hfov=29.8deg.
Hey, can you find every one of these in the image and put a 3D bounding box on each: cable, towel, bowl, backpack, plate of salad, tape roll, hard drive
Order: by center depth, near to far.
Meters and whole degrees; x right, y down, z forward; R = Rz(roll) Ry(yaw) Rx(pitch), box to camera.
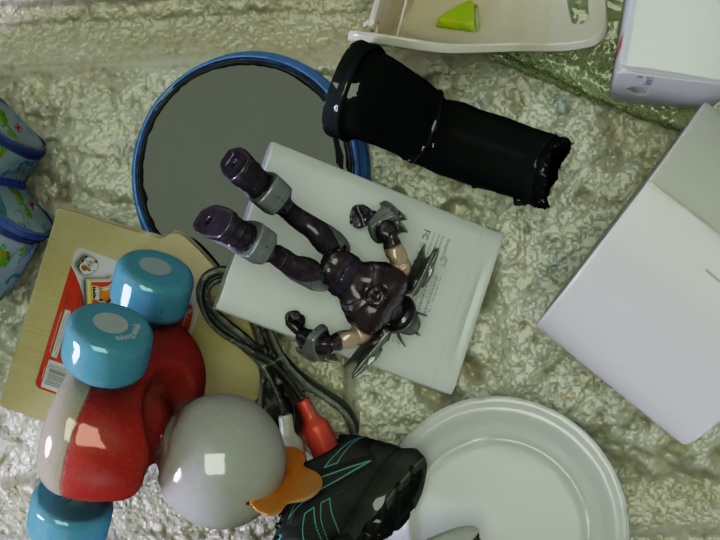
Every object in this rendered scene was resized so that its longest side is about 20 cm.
[{"bbox_3d":[0.239,0.003,0.970,0.139,0.203,0.204,38,92,6],"label":"tape roll"},{"bbox_3d":[-0.329,-0.077,1.047,0.200,0.183,0.147,44,94,2],"label":"backpack"},{"bbox_3d":[0.000,0.000,1.047,0.198,0.027,0.134,21,85,-14],"label":"hard drive"},{"bbox_3d":[-0.061,0.088,1.054,0.096,0.050,0.203,-17,106,-1],"label":"cable"},{"bbox_3d":[0.110,0.197,1.055,0.197,0.048,0.204,1,95,14],"label":"plate of salad"},{"bbox_3d":[0.196,-0.205,1.064,0.198,0.036,0.150,25,92,7],"label":"towel"},{"bbox_3d":[-0.091,-0.077,1.091,0.197,0.039,0.204,0,88,6],"label":"bowl"}]

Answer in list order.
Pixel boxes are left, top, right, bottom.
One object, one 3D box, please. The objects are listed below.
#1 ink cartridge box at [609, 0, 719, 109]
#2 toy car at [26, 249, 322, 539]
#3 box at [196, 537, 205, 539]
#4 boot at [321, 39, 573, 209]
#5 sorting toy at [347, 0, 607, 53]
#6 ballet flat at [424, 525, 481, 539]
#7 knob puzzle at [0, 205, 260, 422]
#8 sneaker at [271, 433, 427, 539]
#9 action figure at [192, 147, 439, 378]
[{"bbox_3d":[0.236,-0.225,0.969,0.082,0.147,0.203,10,91,8],"label":"ink cartridge box"},{"bbox_3d":[-0.119,0.120,0.989,0.197,0.177,0.186,20,117,3],"label":"toy car"},{"bbox_3d":[-0.118,0.342,0.983,0.200,0.131,0.199,41,125,-2],"label":"box"},{"bbox_3d":[0.068,-0.100,1.000,0.161,0.198,0.074,23,93,13],"label":"boot"},{"bbox_3d":[0.108,-0.239,1.016,0.178,0.107,0.203,14,84,21],"label":"sorting toy"},{"bbox_3d":[0.021,0.245,0.967,0.069,0.070,0.201,33,52,6],"label":"ballet flat"},{"bbox_3d":[-0.170,0.059,1.088,0.216,0.031,0.223,0,107,2],"label":"knob puzzle"},{"bbox_3d":[-0.032,0.193,0.990,0.079,0.200,0.076,26,134,25],"label":"sneaker"},{"bbox_3d":[-0.025,-0.007,0.994,0.199,0.069,0.131,36,74,-25],"label":"action figure"}]
